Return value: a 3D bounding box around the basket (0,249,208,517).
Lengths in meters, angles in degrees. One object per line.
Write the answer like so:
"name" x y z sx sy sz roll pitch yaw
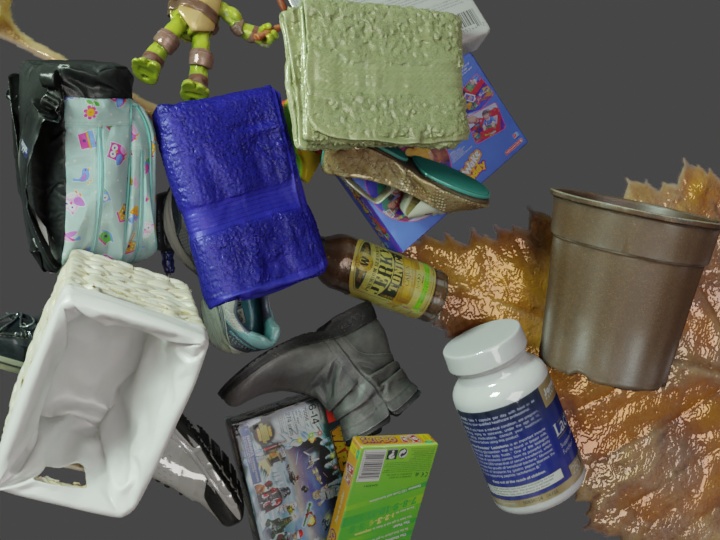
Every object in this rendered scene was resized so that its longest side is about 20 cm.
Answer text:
"basket" -0.236 0.098 0.946 0.135 0.124 0.201 19 109 -23

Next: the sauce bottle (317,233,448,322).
"sauce bottle" 0.000 0.000 1.145 0.198 0.065 0.065 18 88 -22

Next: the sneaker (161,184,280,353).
"sneaker" -0.131 -0.008 1.071 0.077 0.086 0.202 -34 113 -34

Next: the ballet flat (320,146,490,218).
"ballet flat" 0.044 -0.095 1.114 0.199 0.071 0.066 23 112 -20

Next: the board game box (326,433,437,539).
"board game box" 0.015 0.269 1.130 0.095 0.030 0.202 3 110 -29

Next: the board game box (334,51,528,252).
"board game box" 0.074 -0.136 1.173 0.200 0.045 0.135 -40 107 -14

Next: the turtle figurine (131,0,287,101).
"turtle figurine" -0.175 -0.257 1.052 0.199 0.064 0.163 31 64 -30

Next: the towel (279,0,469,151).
"towel" 0.017 -0.193 1.046 0.198 0.036 0.150 -4 91 -24

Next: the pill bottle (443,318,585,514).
"pill bottle" 0.172 0.165 1.199 0.115 0.116 0.202 -28 104 -17

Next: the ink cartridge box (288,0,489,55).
"ink cartridge box" 0.013 -0.287 1.115 0.199 0.045 0.177 -25 80 -23

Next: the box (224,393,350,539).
"box" -0.060 0.239 1.155 0.136 0.040 0.202 -16 100 -21

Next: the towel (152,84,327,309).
"towel" -0.110 -0.076 1.019 0.147 0.049 0.202 -20 94 -40

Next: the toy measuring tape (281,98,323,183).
"toy measuring tape" -0.076 -0.118 1.098 0.073 0.073 0.201 31 80 -21

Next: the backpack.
"backpack" -0.260 -0.095 0.991 0.125 0.167 0.202 -5 103 -23

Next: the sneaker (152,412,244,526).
"sneaker" -0.196 0.193 1.091 0.080 0.074 0.201 -37 102 1

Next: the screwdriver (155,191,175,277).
"screwdriver" -0.195 0.019 1.088 0.029 0.028 0.202 -4 94 8

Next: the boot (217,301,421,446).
"boot" -0.038 0.129 1.105 0.199 0.070 0.133 -26 85 -17

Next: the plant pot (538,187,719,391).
"plant pot" 0.295 0.022 1.203 0.198 0.200 0.200 8 99 -21

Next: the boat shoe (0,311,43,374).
"boat shoe" -0.331 0.069 1.020 0.199 0.074 0.063 20 82 -27
